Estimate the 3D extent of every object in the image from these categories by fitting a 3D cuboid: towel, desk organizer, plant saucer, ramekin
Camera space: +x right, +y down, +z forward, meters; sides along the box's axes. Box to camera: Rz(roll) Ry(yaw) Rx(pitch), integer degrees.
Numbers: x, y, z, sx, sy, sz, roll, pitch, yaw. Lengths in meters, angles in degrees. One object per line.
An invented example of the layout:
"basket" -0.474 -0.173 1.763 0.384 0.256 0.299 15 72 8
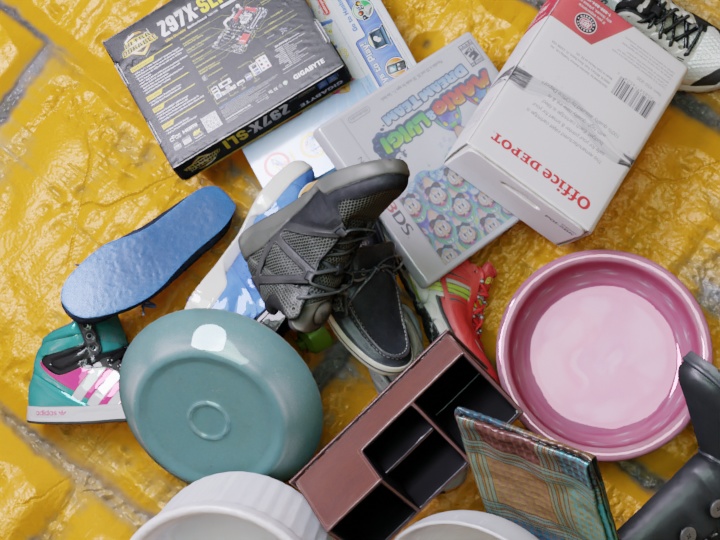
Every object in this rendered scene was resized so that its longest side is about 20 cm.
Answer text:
"towel" 0.160 0.210 1.281 0.147 0.200 0.022 16 51 38
"desk organizer" 0.042 0.157 1.323 0.200 0.072 0.077 -44 39 3
"plant saucer" -0.135 0.131 1.366 0.200 0.036 0.200 6 117 12
"ramekin" -0.114 0.281 1.349 0.200 0.098 0.201 4 111 11
"plant saucer" 0.228 0.082 1.397 0.200 0.051 0.201 -1 78 5

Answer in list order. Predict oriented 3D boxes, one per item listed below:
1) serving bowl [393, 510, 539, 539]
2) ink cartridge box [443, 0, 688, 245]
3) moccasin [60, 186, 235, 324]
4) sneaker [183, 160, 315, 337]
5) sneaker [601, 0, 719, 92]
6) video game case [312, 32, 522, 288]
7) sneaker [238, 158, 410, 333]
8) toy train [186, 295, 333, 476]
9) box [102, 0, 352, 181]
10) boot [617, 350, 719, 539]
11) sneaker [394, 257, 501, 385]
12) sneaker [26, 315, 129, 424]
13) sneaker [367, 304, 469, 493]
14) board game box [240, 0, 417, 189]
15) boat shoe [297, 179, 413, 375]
"serving bowl" 0.116 0.297 1.329 0.200 0.066 0.200 15 120 28
"ink cartridge box" 0.193 -0.146 1.404 0.147 0.083 0.200 36 74 -7
"moccasin" -0.203 -0.004 1.459 0.200 0.068 0.080 -32 80 -21
"sneaker" -0.070 -0.003 1.397 0.111 0.077 0.200 30 66 5
"sneaker" 0.281 -0.240 1.448 0.200 0.088 0.076 26 81 12
"video game case" 0.083 -0.109 1.423 0.200 0.024 0.182 -35 89 -24
"sneaker" -0.020 -0.017 1.276 0.199 0.076 0.114 -32 68 36
"toy train" -0.074 0.088 1.442 0.116 0.085 0.200 -32 77 -16
"box" -0.132 -0.207 1.469 0.200 0.049 0.160 -31 72 1
"boot" 0.281 0.194 1.330 0.200 0.066 0.165 -43 109 -1
"sneaker" 0.097 0.027 1.426 0.085 0.077 0.200 -23 77 -6
"sneaker" -0.234 0.089 1.462 0.200 0.084 0.121 -3 86 10
"sneaker" 0.043 0.117 1.402 0.076 0.092 0.200 -24 76 2
"board game box" -0.043 -0.188 1.504 0.196 0.056 0.200 -28 74 2
"boat shoe" 0.000 0.000 1.349 0.075 0.062 0.200 -8 71 -37
